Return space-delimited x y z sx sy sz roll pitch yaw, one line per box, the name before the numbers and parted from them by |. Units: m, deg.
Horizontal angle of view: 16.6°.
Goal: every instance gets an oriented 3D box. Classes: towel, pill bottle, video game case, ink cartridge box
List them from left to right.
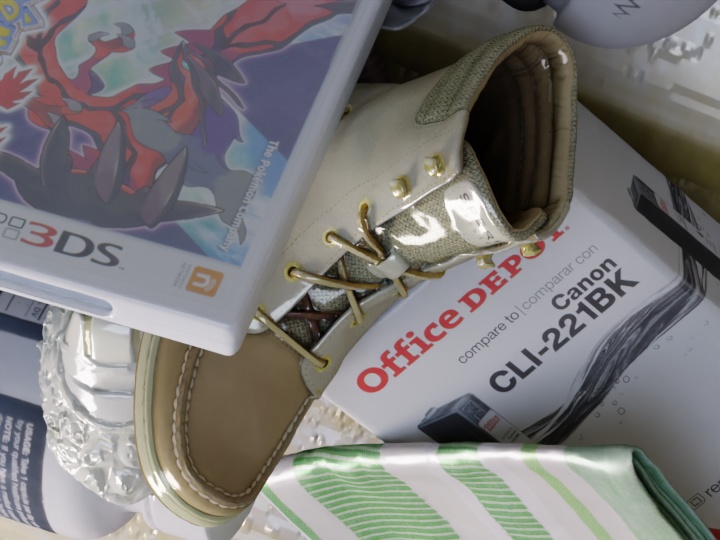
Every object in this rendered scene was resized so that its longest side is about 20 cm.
pill bottle | -0.143 0.054 1.110 0.200 0.120 0.120 16 113 15
video game case | -0.099 -0.072 0.947 0.182 0.200 0.023 15 143 9
towel | 0.064 0.120 1.032 0.200 0.023 0.153 -3 141 40
ink cartridge box | 0.094 0.036 1.041 0.200 0.084 0.144 38 115 -23

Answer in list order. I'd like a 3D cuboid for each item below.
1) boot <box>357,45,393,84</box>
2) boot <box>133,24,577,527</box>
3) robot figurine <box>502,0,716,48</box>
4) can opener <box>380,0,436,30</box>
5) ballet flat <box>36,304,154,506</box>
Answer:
boot | -0.061 -0.037 1.098 0.200 0.070 0.147 3 118 20
boot | 0.000 0.000 0.939 0.072 0.200 0.155 39 148 -29
robot figurine | 0.071 -0.178 0.981 0.200 0.150 0.125 37 94 0
can opener | -0.059 -0.138 1.054 0.200 0.053 0.067 8 134 19
ballet flat | -0.095 -0.002 1.010 0.072 0.072 0.200 10 92 10
